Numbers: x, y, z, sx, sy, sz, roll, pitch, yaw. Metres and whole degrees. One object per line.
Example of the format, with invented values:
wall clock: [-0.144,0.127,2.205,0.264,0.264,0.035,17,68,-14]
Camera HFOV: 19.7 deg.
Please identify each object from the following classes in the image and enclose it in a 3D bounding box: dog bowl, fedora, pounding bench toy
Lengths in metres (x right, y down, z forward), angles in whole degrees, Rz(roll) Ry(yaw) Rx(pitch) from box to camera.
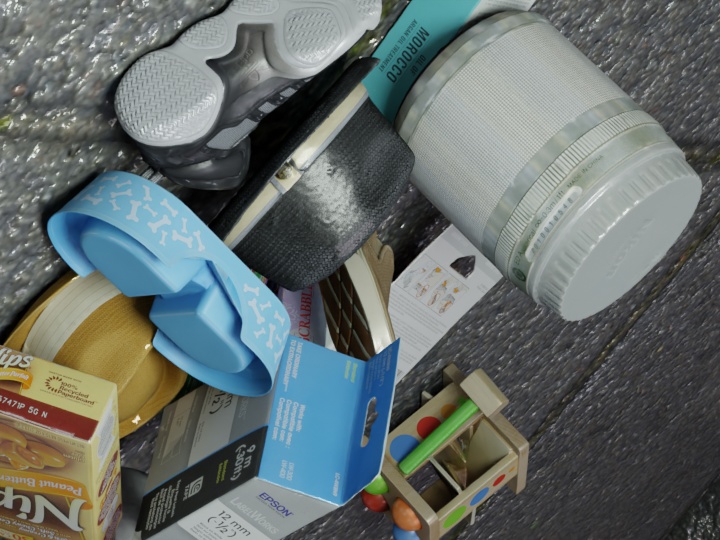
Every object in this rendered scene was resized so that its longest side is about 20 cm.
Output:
dog bowl: [-0.127,0.008,1.435,0.111,0.200,0.050,-6,-135,51]
fedora: [-0.185,0.067,1.543,0.200,0.082,0.201,-37,157,-19]
fedora: [-0.029,-0.056,1.497,0.201,0.092,0.201,-48,-175,6]
pounding bench toy: [0.078,0.195,2.175,0.156,0.124,0.200,-37,157,-16]

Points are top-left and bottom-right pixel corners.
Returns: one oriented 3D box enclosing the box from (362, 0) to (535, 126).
box: [0.060,-0.171,1.589,0.200,0.049,0.082,-53,156,21]

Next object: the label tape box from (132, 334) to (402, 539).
label tape box: [-0.067,0.124,1.484,0.200,0.066,0.144,-34,-150,33]

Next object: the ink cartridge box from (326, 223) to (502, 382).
ink cartridge box: [0.040,0.027,1.917,0.174,0.044,0.200,-46,158,4]

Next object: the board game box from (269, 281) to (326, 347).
board game box: [-0.070,0.109,1.706,0.041,0.200,0.200,11,136,-9]

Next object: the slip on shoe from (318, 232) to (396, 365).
slip on shoe: [0.000,0.000,1.584,0.060,0.200,0.076,-5,138,-23]

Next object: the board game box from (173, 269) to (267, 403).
board game box: [-0.113,0.062,1.650,0.200,0.029,0.135,112,2,-45]

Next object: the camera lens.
camera lens: [0.133,-0.082,1.538,0.160,0.200,0.160,-36,156,-18]

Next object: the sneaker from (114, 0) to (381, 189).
sneaker: [-0.075,-0.126,1.408,0.200,0.076,0.114,-30,156,-17]

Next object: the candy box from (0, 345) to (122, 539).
candy box: [-0.236,0.136,1.503,0.200,0.115,0.055,98,12,-55]

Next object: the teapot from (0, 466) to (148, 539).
teapot: [-0.229,0.240,1.673,0.200,0.197,0.146,-56,142,-4]
